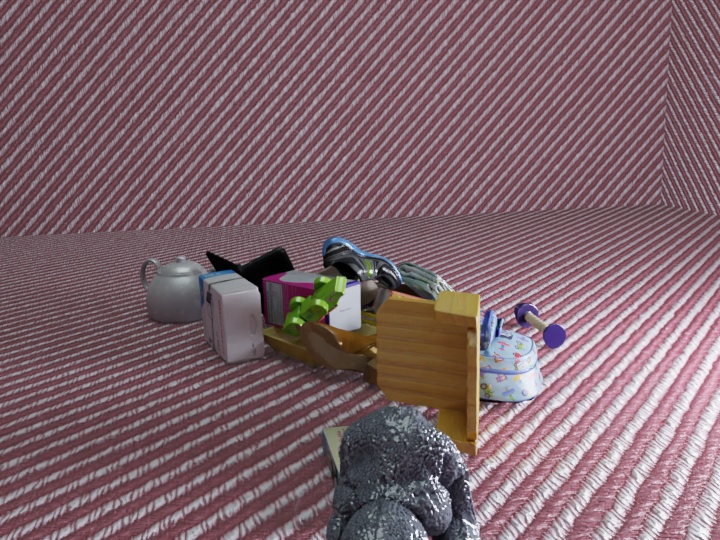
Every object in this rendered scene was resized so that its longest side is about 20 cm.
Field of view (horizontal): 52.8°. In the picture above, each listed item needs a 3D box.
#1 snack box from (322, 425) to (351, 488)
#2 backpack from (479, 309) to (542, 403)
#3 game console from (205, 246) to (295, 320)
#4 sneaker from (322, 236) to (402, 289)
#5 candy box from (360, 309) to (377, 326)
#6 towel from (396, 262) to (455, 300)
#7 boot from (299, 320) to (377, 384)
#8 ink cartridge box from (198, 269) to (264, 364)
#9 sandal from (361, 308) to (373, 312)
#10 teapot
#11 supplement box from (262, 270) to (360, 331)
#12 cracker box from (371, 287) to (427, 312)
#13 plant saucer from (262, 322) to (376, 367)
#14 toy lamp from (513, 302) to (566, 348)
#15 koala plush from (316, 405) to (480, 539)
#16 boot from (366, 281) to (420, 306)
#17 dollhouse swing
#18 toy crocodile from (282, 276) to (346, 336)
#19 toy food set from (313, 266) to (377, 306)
[{"bbox_3d":[0.018,0.261,0.973,0.113,0.038,0.200,-3,12,-11],"label":"snack box"},{"bbox_3d":[0.217,0.148,1.254,0.194,0.139,0.182,6,14,19],"label":"backpack"},{"bbox_3d":[-0.242,0.012,1.715,0.173,0.202,0.118,-27,51,-4],"label":"game console"},{"bbox_3d":[0.000,0.000,1.550,0.196,0.085,0.070,23,-27,-25],"label":"sneaker"},{"bbox_3d":[0.055,0.113,1.569,0.196,0.027,0.102,15,-4,28],"label":"candy box"},{"bbox_3d":[0.179,0.059,1.678,0.171,0.048,0.199,42,-5,-23],"label":"towel"},{"bbox_3d":[-0.007,0.145,1.382,0.198,0.072,0.143,29,21,20],"label":"boot"},{"bbox_3d":[-0.275,0.093,1.532,0.084,0.151,0.199,-8,13,-23],"label":"ink cartridge box"},{"bbox_3d":[-0.033,0.081,1.783,0.078,0.059,0.200,-7,13,-25],"label":"sandal"},{"bbox_3d":[-0.452,0.038,1.826,0.194,0.151,0.197,-6,12,-17],"label":"teapot"},{"bbox_3d":[-0.104,0.067,1.514,0.196,0.107,0.100,11,17,40],"label":"supplement box"},{"bbox_3d":[0.106,0.083,1.586,0.130,0.059,0.200,16,-2,-8],"label":"cracker box"},{"bbox_3d":[-0.081,0.147,1.503,0.197,0.050,0.197,-12,15,-40],"label":"plant saucer"},{"bbox_3d":[0.386,0.113,1.586,0.056,0.060,0.200,-3,12,-10],"label":"toy lamp"},{"bbox_3d":[0.026,0.258,0.711,0.172,0.189,0.201,1,24,15],"label":"koala plush"},{"bbox_3d":[0.079,0.057,1.862,0.194,0.073,0.146,-2,10,-3],"label":"boot"},{"bbox_3d":[0.096,0.145,1.105,0.170,0.206,0.182,2,12,11],"label":"dollhouse swing"},{"bbox_3d":[-0.089,0.073,1.393,0.061,0.069,0.199,31,-48,-26],"label":"toy crocodile"},{"bbox_3d":[-0.078,0.038,1.656,0.197,0.144,0.062,-24,41,27],"label":"toy food set"}]
